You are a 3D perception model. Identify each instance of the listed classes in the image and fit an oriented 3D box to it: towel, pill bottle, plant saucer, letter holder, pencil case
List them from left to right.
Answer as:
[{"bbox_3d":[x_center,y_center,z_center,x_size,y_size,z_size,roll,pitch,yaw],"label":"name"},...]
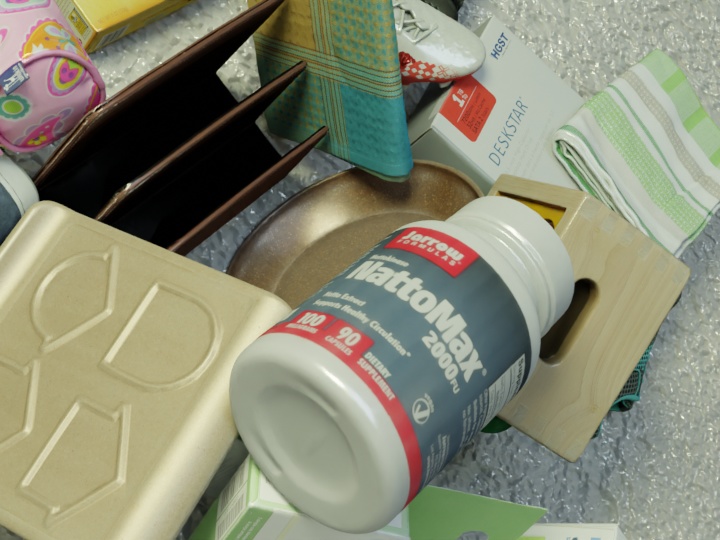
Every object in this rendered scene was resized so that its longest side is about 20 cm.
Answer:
[{"bbox_3d":[-0.238,-0.163,0.818,0.087,0.088,0.201,-12,55,-37],"label":"pencil case"},{"bbox_3d":[-0.108,-0.086,0.872,0.101,0.142,0.200,50,50,-3],"label":"letter holder"},{"bbox_3d":[-0.026,-0.167,0.903,0.022,0.146,0.202,-36,135,-33],"label":"towel"},{"bbox_3d":[0.000,0.000,0.900,0.201,0.198,0.037,-60,138,-37],"label":"plant saucer"},{"bbox_3d":[0.032,0.042,0.731,0.200,0.119,0.120,-39,92,-38],"label":"pill bottle"},{"bbox_3d":[0.256,-0.099,1.105,0.150,0.031,0.200,53,49,-3],"label":"towel"}]

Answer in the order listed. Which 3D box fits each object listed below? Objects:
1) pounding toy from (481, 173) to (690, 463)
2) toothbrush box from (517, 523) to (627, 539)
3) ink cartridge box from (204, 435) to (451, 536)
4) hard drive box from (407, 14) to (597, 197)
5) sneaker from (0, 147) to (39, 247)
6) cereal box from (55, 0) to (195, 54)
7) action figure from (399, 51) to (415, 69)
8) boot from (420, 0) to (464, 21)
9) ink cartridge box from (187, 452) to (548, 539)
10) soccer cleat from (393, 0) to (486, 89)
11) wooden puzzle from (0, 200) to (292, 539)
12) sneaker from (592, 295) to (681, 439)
[{"bbox_3d":[0.103,0.038,0.912,0.141,0.184,0.201,33,89,-18],"label":"pounding toy"},{"bbox_3d":[0.157,0.282,0.865,0.201,0.085,0.147,54,42,-42],"label":"toothbrush box"},{"bbox_3d":[-0.043,0.122,0.844,0.198,0.104,0.060,27,56,-22],"label":"ink cartridge box"},{"bbox_3d":[0.136,-0.086,1.083,0.199,0.077,0.157,39,51,-13],"label":"hard drive box"},{"bbox_3d":[-0.307,-0.060,0.766,0.202,0.077,0.147,42,49,-12],"label":"sneaker"},{"bbox_3d":[-0.208,-0.273,0.958,0.144,0.039,0.201,-38,92,-40],"label":"cereal box"},{"bbox_3d":[0.002,-0.163,0.953,0.098,0.202,0.065,22,49,21],"label":"action figure"},{"bbox_3d":[0.010,-0.286,1.089,0.210,0.079,0.159,32,52,-16],"label":"boot"},{"bbox_3d":[-0.001,0.180,0.801,0.198,0.146,0.048,17,46,-18],"label":"ink cartridge box"},{"bbox_3d":[0.006,-0.205,1.006,0.198,0.086,0.069,20,55,4],"label":"soccer cleat"},{"bbox_3d":[-0.158,0.069,0.758,0.198,0.046,0.186,23,68,23],"label":"wooden puzzle"},{"bbox_3d":[0.209,0.070,1.075,0.199,0.077,0.092,-33,105,-37],"label":"sneaker"}]
